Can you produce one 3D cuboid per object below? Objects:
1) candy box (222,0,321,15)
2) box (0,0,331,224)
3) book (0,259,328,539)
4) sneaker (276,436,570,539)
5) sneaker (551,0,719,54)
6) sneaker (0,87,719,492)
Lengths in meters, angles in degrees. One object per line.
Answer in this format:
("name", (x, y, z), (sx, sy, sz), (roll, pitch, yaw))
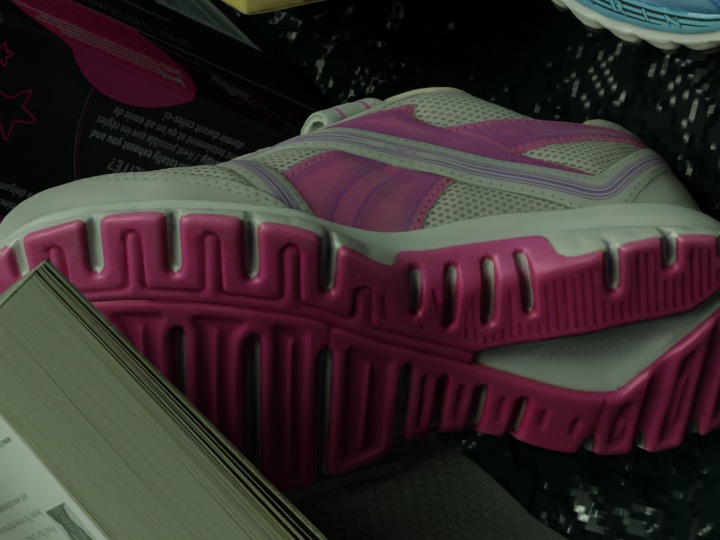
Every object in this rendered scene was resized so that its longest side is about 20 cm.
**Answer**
("candy box", (-0.038, -0.180, 0.758), (0.117, 0.056, 0.201), (-142, 41, -58))
("box", (-0.106, -0.032, 0.806), (0.115, 0.200, 0.132), (-56, 46, 12))
("book", (-0.039, 0.097, 0.693), (0.048, 0.200, 0.134), (-47, 8, -27))
("sneaker", (0.057, 0.109, 0.708), (0.200, 0.070, 0.080), (26, 134, 32))
("sneaker", (0.051, -0.133, 0.738), (0.078, 0.090, 0.200), (-41, 61, -10))
("sneaker", (0.000, 0.000, 0.730), (0.088, 0.199, 0.082), (-113, 29, -54))
